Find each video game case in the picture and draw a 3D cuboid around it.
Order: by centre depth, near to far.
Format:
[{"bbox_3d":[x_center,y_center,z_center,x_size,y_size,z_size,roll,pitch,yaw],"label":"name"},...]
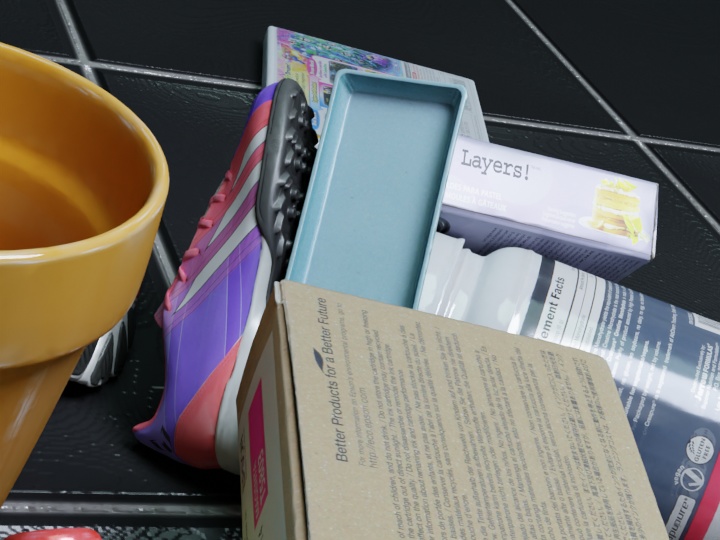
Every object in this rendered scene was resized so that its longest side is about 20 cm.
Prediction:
[{"bbox_3d":[0.011,-0.122,1.238,0.180,0.024,0.201,13,29,-10],"label":"video game case"}]

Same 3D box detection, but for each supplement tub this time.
[{"bbox_3d":[0.109,0.072,0.828,0.198,0.141,0.141,20,28,4],"label":"supplement tub"}]

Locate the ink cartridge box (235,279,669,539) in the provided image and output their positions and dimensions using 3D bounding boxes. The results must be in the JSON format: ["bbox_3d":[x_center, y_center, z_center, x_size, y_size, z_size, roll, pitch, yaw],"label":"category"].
[{"bbox_3d":[0.037,0.104,0.646,0.163,0.076,0.201,13,33,-15],"label":"ink cartridge box"}]

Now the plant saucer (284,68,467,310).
[{"bbox_3d":[0.000,0.000,0.777,0.069,0.202,0.019,9,-16,15],"label":"plant saucer"}]

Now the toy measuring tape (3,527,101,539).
[{"bbox_3d":[-0.147,0.133,0.605,0.199,0.074,0.074,9,27,-45],"label":"toy measuring tape"}]

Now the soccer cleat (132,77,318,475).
[{"bbox_3d":[-0.067,-0.001,0.805,0.073,0.202,0.068,7,-4,17],"label":"soccer cleat"}]

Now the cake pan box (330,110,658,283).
[{"bbox_3d":[0.050,-0.016,0.924,0.183,0.200,0.053,14,69,-10],"label":"cake pan box"}]

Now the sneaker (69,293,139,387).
[{"bbox_3d":[-0.164,0.001,0.880,0.083,0.081,0.200,0,22,-2],"label":"sneaker"}]

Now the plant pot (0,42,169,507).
[{"bbox_3d":[-0.199,0.018,0.687,0.198,0.184,0.201,14,28,-8],"label":"plant pot"}]
